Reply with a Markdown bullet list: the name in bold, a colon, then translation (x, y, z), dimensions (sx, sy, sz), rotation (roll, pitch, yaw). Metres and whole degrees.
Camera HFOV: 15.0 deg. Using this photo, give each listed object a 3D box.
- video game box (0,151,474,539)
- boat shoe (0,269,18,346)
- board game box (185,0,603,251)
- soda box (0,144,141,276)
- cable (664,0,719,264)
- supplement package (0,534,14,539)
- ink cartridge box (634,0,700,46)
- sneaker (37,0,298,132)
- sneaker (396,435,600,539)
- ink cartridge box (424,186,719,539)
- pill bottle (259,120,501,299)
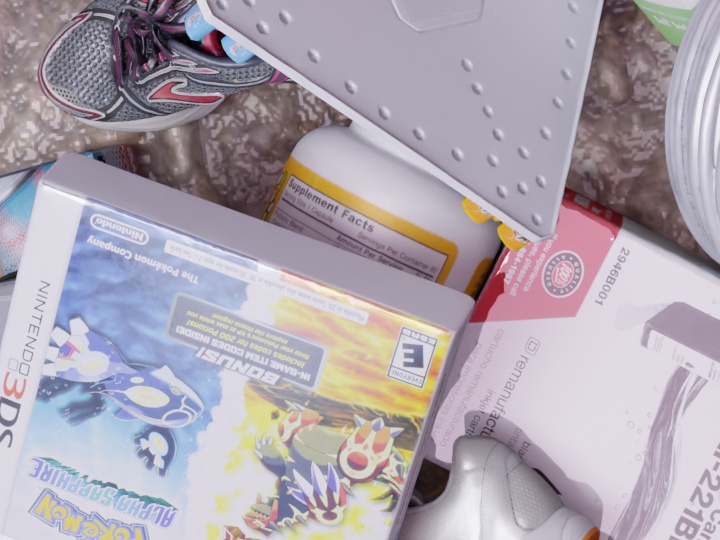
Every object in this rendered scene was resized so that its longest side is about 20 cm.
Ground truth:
- **video game box**: translation (-0.069, 0.064, 1.239), dimensions (0.199, 0.047, 0.183), rotation (20, 118, 7)
- **boat shoe**: translation (-0.103, 0.015, 1.285), dimensions (0.199, 0.057, 0.069), rotation (-7, 110, 17)
- **board game box**: translation (0.022, -0.133, 1.264), dimensions (0.200, 0.200, 0.026), rotation (33, 139, -22)
- **soda box**: translation (-0.125, 0.041, 1.363), dimensions (0.063, 0.068, 0.201), rotation (-15, 92, 15)
- **cable**: translation (0.230, -0.077, 1.280), dimensions (0.200, 0.069, 0.200), rotation (-38, 123, -12)
- **supplement package**: translation (-0.255, 0.114, 1.359), dimensions (0.200, 0.117, 0.117), rotation (36, 97, 1)
- **ink cartridge box**: translation (0.140, -0.208, 1.272), dimensions (0.117, 0.067, 0.200), rotation (-48, 117, -6)
- **sneaker**: translation (-0.083, -0.117, 1.319), dimensions (0.200, 0.075, 0.081), rotation (-13, 86, 38)
- **sneaker**: translation (0.021, 0.152, 1.311), dimensions (0.200, 0.076, 0.092), rotation (-43, 79, 24)
- **ink cartridge box**: translation (0.143, 0.064, 1.334), dimensions (0.200, 0.084, 0.145), rotation (27, 97, 2)
- **pill bottle**: translation (0.000, 0.000, 1.328), dimensions (0.113, 0.113, 0.200), rotation (27, 96, 3)
